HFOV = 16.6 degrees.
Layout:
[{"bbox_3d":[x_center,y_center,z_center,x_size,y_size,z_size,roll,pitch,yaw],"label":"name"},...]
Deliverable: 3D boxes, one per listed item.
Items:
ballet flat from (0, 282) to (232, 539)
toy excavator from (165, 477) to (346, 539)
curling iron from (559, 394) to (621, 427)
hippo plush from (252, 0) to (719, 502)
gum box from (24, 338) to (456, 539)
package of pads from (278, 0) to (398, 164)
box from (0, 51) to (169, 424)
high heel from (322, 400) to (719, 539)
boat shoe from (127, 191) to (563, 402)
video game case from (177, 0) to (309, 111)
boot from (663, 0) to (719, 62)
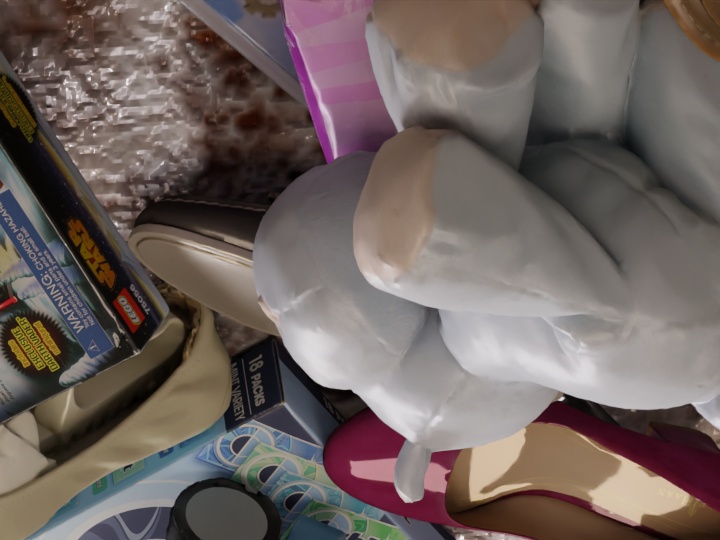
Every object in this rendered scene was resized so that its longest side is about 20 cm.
[{"bbox_3d":[-0.128,0.059,0.967,0.200,0.069,0.070,-31,147,-40],"label":"ballet flat"},{"bbox_3d":[0.002,0.168,1.044,0.199,0.195,0.100,24,127,6],"label":"toy excavator"},{"bbox_3d":[0.133,0.114,1.141,0.049,0.026,0.200,-27,130,10],"label":"curling iron"},{"bbox_3d":[0.056,-0.012,0.834,0.200,0.160,0.161,33,151,-17],"label":"hippo plush"},{"bbox_3d":[-0.075,0.138,1.110,0.199,0.045,0.170,-29,130,13],"label":"gum box"},{"bbox_3d":[0.074,-0.098,0.878,0.199,0.076,0.121,-15,130,4],"label":"package of pads"},{"bbox_3d":[-0.175,-0.033,0.837,0.137,0.040,0.200,-27,104,24],"label":"box"},{"bbox_3d":[0.087,0.094,1.040,0.199,0.096,0.068,1,114,-20],"label":"high heel"},{"bbox_3d":[0.000,0.000,1.004,0.199,0.057,0.067,21,157,-22],"label":"boat shoe"},{"bbox_3d":[0.004,-0.150,0.885,0.182,0.022,0.200,-36,128,21],"label":"video game case"},{"bbox_3d":[0.094,-0.151,0.783,0.199,0.155,0.074,19,130,-23],"label":"boot"}]
